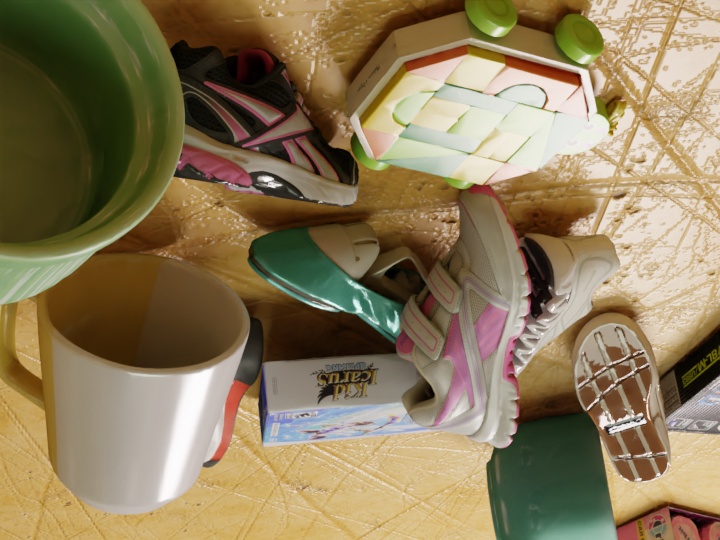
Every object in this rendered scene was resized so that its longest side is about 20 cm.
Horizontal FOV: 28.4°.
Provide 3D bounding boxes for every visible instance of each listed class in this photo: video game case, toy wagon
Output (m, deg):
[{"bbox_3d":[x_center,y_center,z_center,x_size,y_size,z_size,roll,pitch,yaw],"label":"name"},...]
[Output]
[{"bbox_3d":[0.006,0.108,1.194,0.179,0.046,0.200,-5,167,-6],"label":"video game case"},{"bbox_3d":[0.092,-0.106,0.920,0.198,0.040,0.155,11,145,-28],"label":"toy wagon"}]

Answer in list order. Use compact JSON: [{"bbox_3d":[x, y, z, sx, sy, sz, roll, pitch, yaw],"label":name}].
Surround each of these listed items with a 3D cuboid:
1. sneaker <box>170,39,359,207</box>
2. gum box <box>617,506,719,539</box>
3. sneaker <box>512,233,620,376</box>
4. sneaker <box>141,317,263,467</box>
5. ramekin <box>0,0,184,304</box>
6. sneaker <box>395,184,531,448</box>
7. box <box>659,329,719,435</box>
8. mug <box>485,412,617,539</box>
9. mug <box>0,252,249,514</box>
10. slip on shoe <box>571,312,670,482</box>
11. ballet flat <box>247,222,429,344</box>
[{"bbox_3d":[-0.057,-0.090,0.877,0.080,0.087,0.200,11,-179,25],"label":"sneaker"},{"bbox_3d":[0.396,0.347,1.714,0.199,0.067,0.113,18,142,-37],"label":"gum box"},{"bbox_3d":[0.142,0.033,1.137,0.080,0.076,0.200,-16,159,-25],"label":"sneaker"},{"bbox_3d":[-0.152,0.097,1.174,0.107,0.068,0.202,6,146,-15],"label":"sneaker"},{"bbox_3d":[-0.201,-0.080,0.748,0.198,0.202,0.098,10,152,-28],"label":"ramekin"},{"bbox_3d":[0.071,0.037,1.039,0.087,0.081,0.202,-1,107,-9],"label":"sneaker"},{"bbox_3d":[0.397,0.096,1.320,0.191,0.048,0.200,9,146,-21],"label":"box"},{"bbox_3d":[0.186,0.227,1.383,0.113,0.153,0.185,-10,149,7],"label":"mug"},{"bbox_3d":[-0.172,0.081,1.038,0.148,0.187,0.154,-8,126,-31],"label":"mug"},{"bbox_3d":[0.238,0.106,1.283,0.075,0.061,0.201,-16,128,16],"label":"slip on shoe"},{"bbox_3d":[0.000,0.000,1.064,0.070,0.068,0.199,-47,137,15],"label":"ballet flat"}]
